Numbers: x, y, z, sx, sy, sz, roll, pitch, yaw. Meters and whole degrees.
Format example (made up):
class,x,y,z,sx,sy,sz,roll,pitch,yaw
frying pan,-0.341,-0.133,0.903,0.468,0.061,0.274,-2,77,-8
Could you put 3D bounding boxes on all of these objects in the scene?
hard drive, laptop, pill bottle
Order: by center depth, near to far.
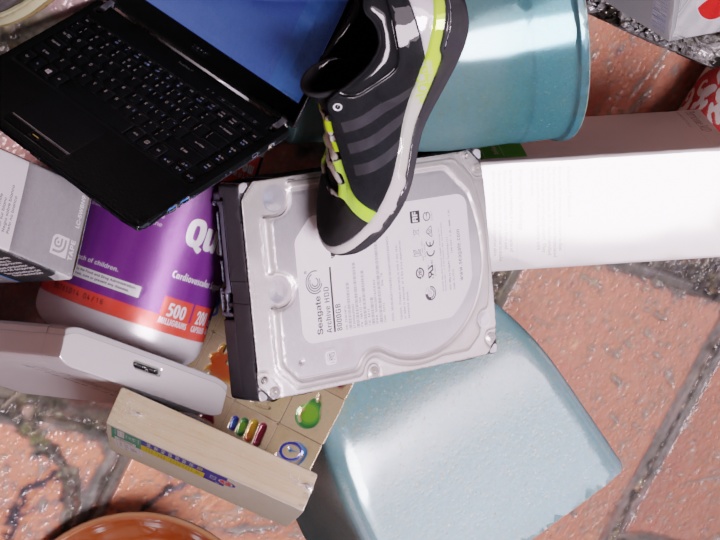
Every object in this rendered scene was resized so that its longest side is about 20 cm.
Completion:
class,x,y,z,sx,sy,sz,roll,pitch,yaw
laptop,-0.120,-0.147,1.497,0.200,0.177,0.104,-34,144,-32
hard drive,-0.196,0.058,1.577,0.131,0.199,0.027,23,76,-41
pill bottle,-0.128,-0.047,1.597,0.112,0.112,0.201,17,91,-40
hard drive,0.000,0.000,1.603,0.199,0.038,0.141,-9,97,-36

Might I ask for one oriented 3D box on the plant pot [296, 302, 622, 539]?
class,x,y,z,sx,sy,sz,roll,pitch,yaw
plant pot,0.027,0.091,1.763,0.195,0.196,0.201,-35,116,-12

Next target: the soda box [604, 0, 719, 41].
class,x,y,z,sx,sy,sz,roll,pitch,yaw
soda box,0.175,-0.222,1.657,0.068,0.200,0.064,-14,124,-29

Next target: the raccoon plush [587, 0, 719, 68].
class,x,y,z,sx,sy,sz,roll,pitch,yaw
raccoon plush,0.223,-0.229,1.767,0.199,0.097,0.135,17,98,-40

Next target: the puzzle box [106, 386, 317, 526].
class,x,y,z,sx,sy,sz,roll,pitch,yaw
puzzle box,-0.095,0.121,1.578,0.132,0.200,0.026,25,80,-1

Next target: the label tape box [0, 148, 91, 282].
class,x,y,z,sx,sy,sz,roll,pitch,yaw
label tape box,-0.282,-0.051,1.475,0.199,0.144,0.064,25,71,-41

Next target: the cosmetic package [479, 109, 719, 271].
class,x,y,z,sx,sy,sz,roll,pitch,yaw
cosmetic package,0.155,-0.056,1.755,0.198,0.108,0.086,-5,108,-6

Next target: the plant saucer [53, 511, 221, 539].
class,x,y,z,sx,sy,sz,roll,pitch,yaw
plant saucer,-0.157,0.272,1.762,0.200,0.200,0.032,-44,174,-4

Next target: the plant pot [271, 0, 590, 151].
class,x,y,z,sx,sy,sz,roll,pitch,yaw
plant pot,0.028,-0.164,1.609,0.187,0.200,0.201,-13,125,-11

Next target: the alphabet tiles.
class,x,y,z,sx,sy,sz,roll,pitch,yaw
alphabet tiles,-0.090,0.026,1.657,0.199,0.008,0.168,27,91,1

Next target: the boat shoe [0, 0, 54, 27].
class,x,y,z,sx,sy,sz,roll,pitch,yaw
boat shoe,-0.175,-0.210,1.464,0.065,0.073,0.199,40,135,-21

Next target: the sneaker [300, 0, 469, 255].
class,x,y,z,sx,sy,sz,roll,pitch,yaw
sneaker,-0.006,-0.101,1.493,0.082,0.072,0.201,3,123,-29

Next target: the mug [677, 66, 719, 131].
class,x,y,z,sx,sy,sz,roll,pitch,yaw
mug,0.343,-0.136,1.865,0.177,0.133,0.201,29,95,-3
